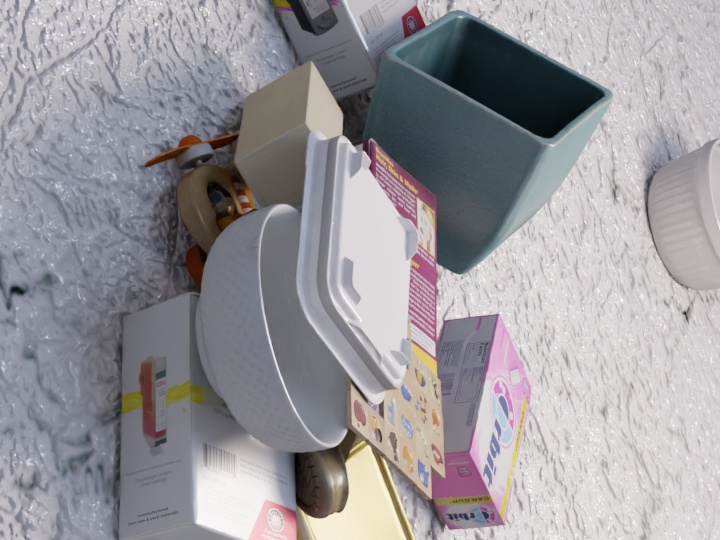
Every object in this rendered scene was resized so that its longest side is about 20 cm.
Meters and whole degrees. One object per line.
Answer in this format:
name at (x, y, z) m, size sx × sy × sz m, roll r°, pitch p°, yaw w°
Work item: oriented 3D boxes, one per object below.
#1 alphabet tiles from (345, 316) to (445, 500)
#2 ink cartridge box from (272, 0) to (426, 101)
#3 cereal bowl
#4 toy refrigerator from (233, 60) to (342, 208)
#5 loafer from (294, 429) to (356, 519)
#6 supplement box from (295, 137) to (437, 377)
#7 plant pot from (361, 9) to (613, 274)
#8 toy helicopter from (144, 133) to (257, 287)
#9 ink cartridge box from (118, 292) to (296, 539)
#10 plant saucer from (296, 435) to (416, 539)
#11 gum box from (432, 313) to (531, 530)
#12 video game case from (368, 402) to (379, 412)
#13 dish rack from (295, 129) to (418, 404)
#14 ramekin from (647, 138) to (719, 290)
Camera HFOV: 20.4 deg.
alphabet tiles at (0.031, 0.100, 1.759) m, size 0.200 × 0.007 × 0.168 m, roll 48°, pitch 34°, yaw -52°
ink cartridge box at (-0.021, -0.290, 2.053) m, size 0.201 × 0.085 × 0.148 m, roll 65°, pitch 33°, yaw -12°
cereal bowl at (-0.077, 0.052, 1.622) m, size 0.200 × 0.083 × 0.202 m, roll -12°, pitch 90°, yaw -72°
toy refrigerator at (-0.062, -0.120, 1.832) m, size 0.070 × 0.076 × 0.200 m, roll 58°, pitch 11°, yaw -19°
loafer at (-0.032, 0.142, 1.762) m, size 0.201 × 0.067 × 0.077 m, roll -108°, pitch -156°, yaw -54°
supplement box at (0.000, 0.000, 1.888) m, size 0.131 × 0.103 × 0.202 m, roll 37°, pitch 46°, yaw -48°
plant pot at (0.111, -0.117, 2.048) m, size 0.195 × 0.201 × 0.196 m, roll 30°, pitch 30°, yaw 14°
toy helicopter at (-0.124, -0.079, 1.824) m, size 0.133 × 0.079 × 0.200 m, roll 53°, pitch 25°, yaw -14°
ink cartridge box at (-0.127, 0.139, 1.679) m, size 0.145 × 0.083 × 0.202 m, roll 29°, pitch 52°, yaw -49°
plant saucer at (-0.016, 0.240, 1.823) m, size 0.200 × 0.048 × 0.201 m, roll -30°, pitch 101°, yaw -54°
gum box at (0.117, 0.149, 2.053) m, size 0.201 × 0.066 × 0.114 m, roll -74°, pitch 148°, yaw -42°
video game case at (0.008, 0.075, 1.987) m, size 0.200 × 0.019 × 0.144 m, roll -27°, pitch 98°, yaw -59°
dish rack at (0.004, -0.007, 1.691) m, size 0.172 × 0.043 × 0.201 m, roll 55°, pitch 30°, yaw -44°
ramekin at (0.467, -0.068, 2.693) m, size 0.200 × 0.104 × 0.202 m, roll 33°, pitch 48°, yaw -46°
